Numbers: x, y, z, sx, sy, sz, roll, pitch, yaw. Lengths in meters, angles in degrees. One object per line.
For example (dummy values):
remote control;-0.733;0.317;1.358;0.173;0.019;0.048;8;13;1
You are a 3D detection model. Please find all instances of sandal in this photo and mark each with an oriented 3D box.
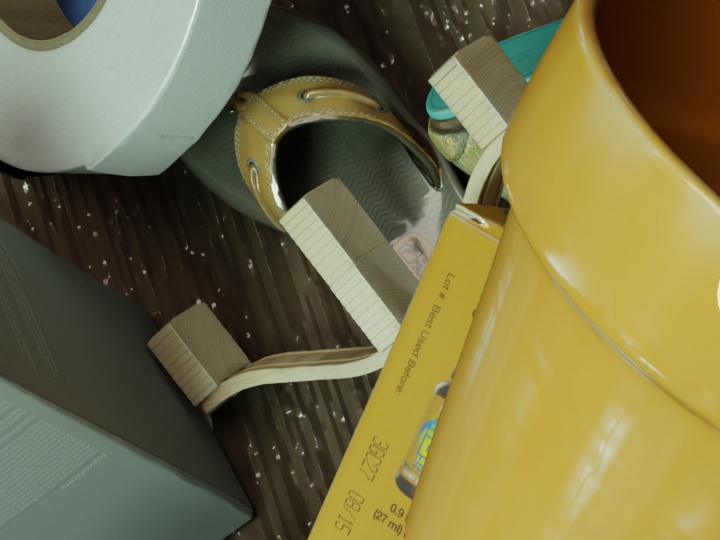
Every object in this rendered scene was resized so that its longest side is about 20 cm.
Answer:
sandal;-0.011;-0.032;1.126;0.082;0.055;0.200;-42;66;7

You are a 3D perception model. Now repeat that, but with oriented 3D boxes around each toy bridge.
toy bridge;0.000;0.000;1.082;0.067;0.027;0.200;51;128;5

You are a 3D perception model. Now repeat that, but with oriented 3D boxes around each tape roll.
tape roll;-0.104;-0.135;1.123;0.202;0.037;0.204;0;90;49

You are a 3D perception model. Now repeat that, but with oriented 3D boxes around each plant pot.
plant pot;0.108;0.038;0.905;0.200;0.200;0.184;48;122;30

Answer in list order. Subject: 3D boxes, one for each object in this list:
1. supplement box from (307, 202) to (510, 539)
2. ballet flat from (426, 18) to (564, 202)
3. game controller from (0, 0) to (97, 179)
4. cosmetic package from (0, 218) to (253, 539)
supplement box;0.032;0.081;1.037;0.066;0.069;0.201;31;106;31
ballet flat;0.112;-0.074;1.064;0.199;0.070;0.071;-24;62;38
game controller;-0.124;-0.135;1.230;0.104;0.042;0.201;-23;65;16
cosmetic package;-0.131;0.047;1.079;0.090;0.200;0.107;-35;59;8
